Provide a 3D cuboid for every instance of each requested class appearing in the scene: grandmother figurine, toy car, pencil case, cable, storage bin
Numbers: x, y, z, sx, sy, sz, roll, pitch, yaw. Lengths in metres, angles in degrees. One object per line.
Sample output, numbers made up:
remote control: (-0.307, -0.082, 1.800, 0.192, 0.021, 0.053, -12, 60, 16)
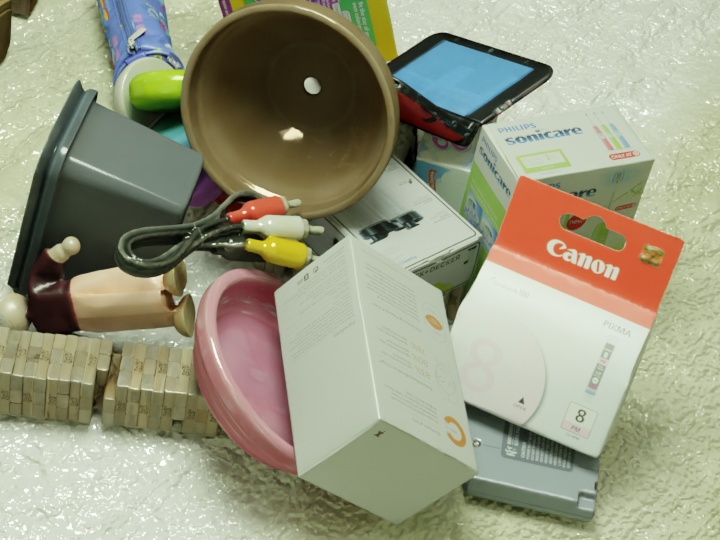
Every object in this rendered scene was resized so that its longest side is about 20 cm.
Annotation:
grandmother figurine: (-0.252, 0.029, 1.533, 0.199, 0.122, 0.061, -8, 12, 10)
toy car: (-0.142, -0.133, 1.697, 0.174, 0.151, 0.199, -3, -11, 44)
pencil case: (-0.240, -0.259, 1.850, 0.078, 0.087, 0.201, -21, 47, 2)
cable: (-0.125, -0.038, 1.489, 0.199, 0.050, 0.097, 1, 50, -39)
storage bin: (-0.228, -0.058, 1.578, 0.134, 0.200, 0.146, 21, 45, -6)

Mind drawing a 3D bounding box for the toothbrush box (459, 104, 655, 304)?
toothbrush box: (0.175, -0.048, 1.639, 0.145, 0.201, 0.086, -10, 47, -22)

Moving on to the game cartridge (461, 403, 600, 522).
game cartridge: (0.154, 0.134, 1.567, 0.133, 0.041, 0.201, 16, 43, -1)

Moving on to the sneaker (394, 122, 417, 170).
sneaker: (0.022, -0.153, 1.815, 0.081, 0.075, 0.200, 0, 36, -1)

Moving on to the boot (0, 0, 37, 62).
boot: (-0.443, -0.286, 1.847, 0.154, 0.074, 0.200, 15, 31, 1)

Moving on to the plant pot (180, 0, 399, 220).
plant pot: (-0.055, -0.154, 1.564, 0.200, 0.202, 0.093, 19, 26, 7)

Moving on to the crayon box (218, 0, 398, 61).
crayon box: (-0.062, -0.293, 1.809, 0.172, 0.201, 0.058, -14, 46, 0)

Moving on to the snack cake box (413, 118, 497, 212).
snack cake box: (0.099, -0.124, 1.762, 0.067, 0.115, 0.201, 14, 43, 4)

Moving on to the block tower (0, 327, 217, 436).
block tower: (-0.220, 0.098, 1.498, 0.199, 0.058, 0.054, 8, 44, -6)

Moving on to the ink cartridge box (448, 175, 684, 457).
ink cartridge box: (0.171, 0.041, 1.505, 0.162, 0.201, 0.057, 23, 19, 12)

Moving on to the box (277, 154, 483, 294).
box: (0.007, -0.051, 1.628, 0.116, 0.060, 0.200, -26, 54, -33)

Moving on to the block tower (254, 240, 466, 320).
block tower: (0.000, 0.000, 1.658, 0.199, 0.054, 0.058, 21, 45, 10)

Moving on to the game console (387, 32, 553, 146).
game console: (0.054, -0.206, 1.686, 0.172, 0.119, 0.200, 31, -3, -39)

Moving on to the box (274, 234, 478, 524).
box: (0.011, 0.092, 1.464, 0.124, 0.097, 0.201, 31, 35, -37)

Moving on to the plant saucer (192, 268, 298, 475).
plant saucer: (-0.074, 0.095, 1.489, 0.200, 0.051, 0.201, 38, 31, -28)
